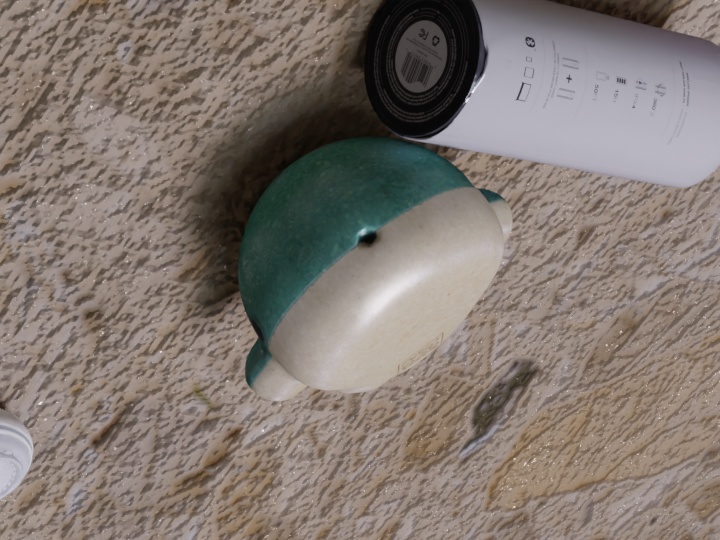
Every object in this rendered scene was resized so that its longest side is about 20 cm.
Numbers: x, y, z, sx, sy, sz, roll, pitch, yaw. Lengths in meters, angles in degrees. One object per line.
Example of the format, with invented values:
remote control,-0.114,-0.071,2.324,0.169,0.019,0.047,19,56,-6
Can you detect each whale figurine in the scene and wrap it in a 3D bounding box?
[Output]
whale figurine,0.000,0.000,1.482,0.159,0.104,0.200,-37,167,-6

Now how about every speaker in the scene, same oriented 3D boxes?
speaker,0.100,-0.091,1.467,0.200,0.081,0.081,7,123,-44

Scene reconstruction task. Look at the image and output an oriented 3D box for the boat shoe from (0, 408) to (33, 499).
boat shoe,-0.239,0.118,1.401,0.200,0.069,0.072,-10,134,-33
